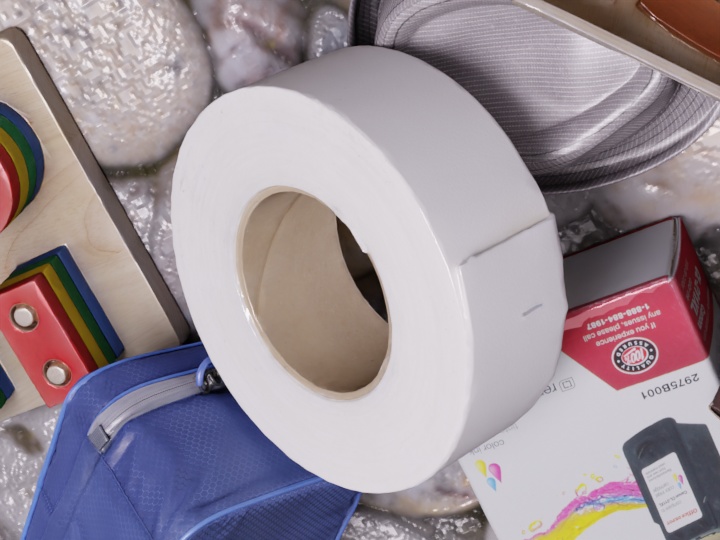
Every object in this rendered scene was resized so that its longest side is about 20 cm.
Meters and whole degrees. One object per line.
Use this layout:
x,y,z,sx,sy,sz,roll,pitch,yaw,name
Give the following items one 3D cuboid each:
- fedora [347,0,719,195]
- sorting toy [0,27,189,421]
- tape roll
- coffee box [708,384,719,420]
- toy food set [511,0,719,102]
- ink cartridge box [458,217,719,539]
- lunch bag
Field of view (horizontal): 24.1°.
0.085,-0.107,0.801,0.198,0.090,0.178,1,115,12,fedora
-0.231,0.001,0.931,0.199,0.070,0.200,-21,108,21,sorting toy
0.000,0.000,0.794,0.202,0.071,0.204,25,127,38,tape roll
0.259,-0.001,0.782,0.112,0.080,0.201,1,118,-39,coffee box
0.166,-0.171,0.726,0.143,0.060,0.201,25,81,-1,toy food set
0.137,0.095,0.888,0.145,0.083,0.201,-21,108,19,ink cartridge box
-0.100,0.128,0.907,0.132,0.135,0.201,46,128,32,lunch bag
